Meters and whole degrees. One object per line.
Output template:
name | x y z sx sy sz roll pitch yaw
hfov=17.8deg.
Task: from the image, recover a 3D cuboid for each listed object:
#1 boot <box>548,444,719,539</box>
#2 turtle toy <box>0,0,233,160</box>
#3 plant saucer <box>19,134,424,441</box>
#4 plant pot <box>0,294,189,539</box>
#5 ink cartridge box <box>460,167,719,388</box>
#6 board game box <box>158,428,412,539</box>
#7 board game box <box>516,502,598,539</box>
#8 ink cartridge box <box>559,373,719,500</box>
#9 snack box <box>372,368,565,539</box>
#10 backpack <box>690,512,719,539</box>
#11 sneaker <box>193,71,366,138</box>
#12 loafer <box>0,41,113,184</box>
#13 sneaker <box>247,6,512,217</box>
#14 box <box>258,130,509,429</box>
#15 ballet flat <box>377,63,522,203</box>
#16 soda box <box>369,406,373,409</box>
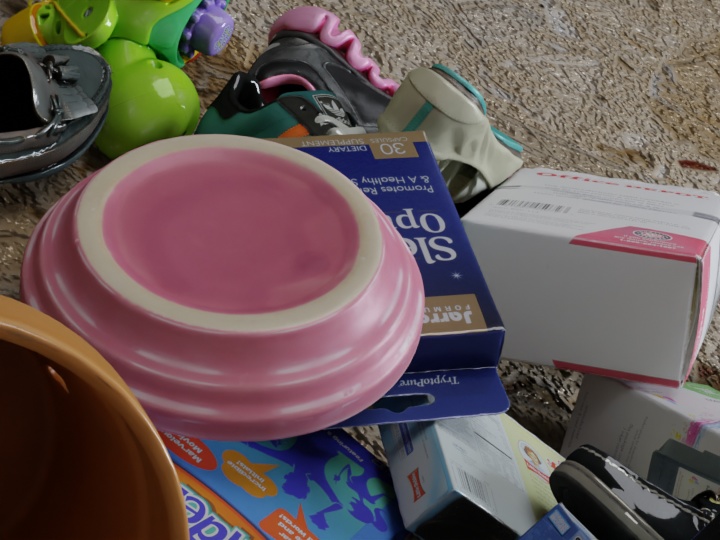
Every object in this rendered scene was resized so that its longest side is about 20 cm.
boot | 0.210 0.113 1.176 0.203 0.154 0.073 37 -13 -8
turtle toy | -0.134 -0.152 1.389 0.101 0.145 0.201 44 36 -36
plant saucer | -0.066 -0.003 1.121 0.200 0.051 0.201 6 39 -5
plant pot | -0.174 0.087 0.884 0.199 0.201 0.140 23 11 -20
ink cartridge box | 0.144 0.000 1.399 0.146 0.083 0.200 9 13 13
board game box | -0.070 0.111 1.101 0.152 0.045 0.200 39 27 10
board game box | 0.163 0.209 1.106 0.200 0.034 0.135 44 5 -39
ink cartridge box | 0.223 0.123 1.306 0.117 0.068 0.200 10 12 -42
snack box | 0.091 0.132 1.201 0.200 0.037 0.116 37 22 -31
backpack | 0.264 0.161 1.065 0.200 0.183 0.147 46 -6 5
sneaker | -0.020 -0.063 1.328 0.200 0.080 0.071 22 1 35
loafer | -0.194 -0.085 1.235 0.072 0.063 0.200 41 39 11
sneaker | 0.006 -0.086 1.508 0.200 0.079 0.095 34 43 7
box | 0.000 0.000 1.195 0.121 0.032 0.200 -4 43 -15
ballet flat | 0.051 -0.075 1.397 0.069 0.070 0.200 42 2 17
soda box | -0.045 0.018 1.266 0.199 0.064 0.068 18 30 -28
